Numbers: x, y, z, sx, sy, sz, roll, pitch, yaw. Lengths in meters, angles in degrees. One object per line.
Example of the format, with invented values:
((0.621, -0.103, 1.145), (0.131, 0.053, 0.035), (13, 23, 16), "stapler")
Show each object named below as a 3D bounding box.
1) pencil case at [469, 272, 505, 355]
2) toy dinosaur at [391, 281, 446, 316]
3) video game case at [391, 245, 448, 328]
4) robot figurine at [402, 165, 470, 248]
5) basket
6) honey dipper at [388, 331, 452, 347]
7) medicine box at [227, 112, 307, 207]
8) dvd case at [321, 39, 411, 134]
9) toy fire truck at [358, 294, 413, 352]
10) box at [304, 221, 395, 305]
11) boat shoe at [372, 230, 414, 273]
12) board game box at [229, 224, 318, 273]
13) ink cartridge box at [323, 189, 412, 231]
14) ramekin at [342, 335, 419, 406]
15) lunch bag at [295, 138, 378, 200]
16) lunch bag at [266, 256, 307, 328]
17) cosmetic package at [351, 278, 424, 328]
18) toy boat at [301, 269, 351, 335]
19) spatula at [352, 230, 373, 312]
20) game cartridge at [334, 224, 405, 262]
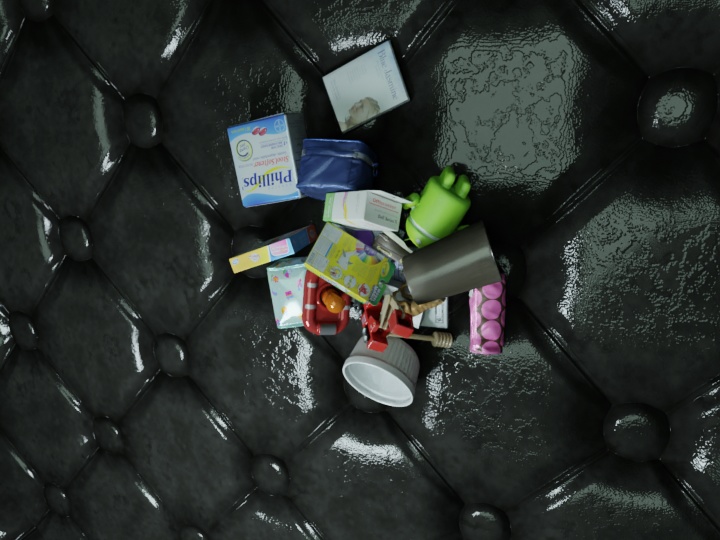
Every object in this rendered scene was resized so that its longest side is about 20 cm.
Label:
((0.298, 0.103, 1.297), (0.089, 0.091, 0.208), (12, 111, 52), "pencil case")
((0.112, 0.092, 1.306), (0.197, 0.060, 0.108), (-30, 96, 27), "toy dinosaur")
((0.138, 0.040, 1.383), (0.175, 0.022, 0.208), (4, 107, 21), "video game case")
((0.180, -0.135, 1.263), (0.171, 0.117, 0.204), (26, 114, -12), "robot figurine")
((0.200, -0.010, 1.199), (0.194, 0.180, 0.141), (-20, 76, 16), "basket")
((0.137, 0.165, 1.350), (0.193, 0.038, 0.039), (9, 112, -19), "honey dipper")
((-0.225, -0.283, 1.392), (0.176, 0.103, 0.208), (-6, 102, 23), "medicine box")
((0.013, -0.436, 1.300), (0.194, 0.017, 0.147), (-19, 96, 25), "dvd case")
((0.055, 0.108, 1.264), (0.047, 0.203, 0.143), (17, 122, -22), "toy fire truck")
((-0.023, -0.012, 1.276), (0.196, 0.048, 0.120), (31, 76, 1), "box")
((0.116, -0.020, 1.303), (0.198, 0.072, 0.060), (40, 96, -10), "boat shoe")
((-0.227, -0.058, 1.429), (0.194, 0.153, 0.042), (-17, 101, 25), "board game box")
((0.015, -0.135, 1.241), (0.197, 0.114, 0.070), (6, 85, 51), "ink cartridge box")
((0.060, 0.248, 1.387), (0.194, 0.107, 0.203), (19, 146, 13), "ramekin")
((-0.049, -0.248, 1.301), (0.192, 0.135, 0.138), (6, 85, 19), "lunch bag")
((-0.136, 0.053, 1.443), (0.192, 0.122, 0.177), (-4, 103, 15), "lunch bag")
((0.073, 0.067, 1.375), (0.194, 0.051, 0.085), (21, 113, 15), "cosmetic package")
((-0.072, 0.066, 1.333), (0.126, 0.130, 0.209), (1, 99, -22), "toy boat")
((0.000, 0.000, 1.341), (0.054, 0.020, 0.209), (3, 89, 22), "spatula")
((0.006, -0.085, 1.374), (0.196, 0.040, 0.137), (31, 100, 16), "game cartridge")
